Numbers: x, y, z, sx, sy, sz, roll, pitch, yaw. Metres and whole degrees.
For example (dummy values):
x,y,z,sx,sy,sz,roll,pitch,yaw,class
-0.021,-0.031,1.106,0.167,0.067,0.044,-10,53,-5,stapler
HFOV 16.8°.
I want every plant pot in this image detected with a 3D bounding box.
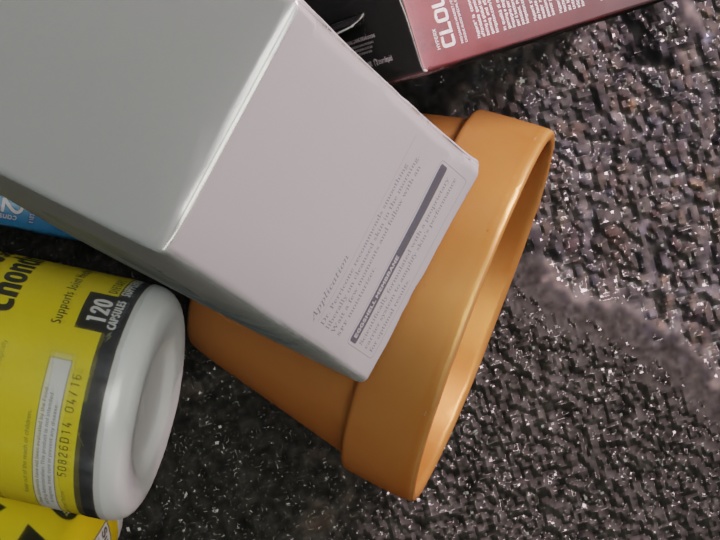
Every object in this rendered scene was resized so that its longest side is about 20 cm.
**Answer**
x,y,z,sx,sy,sz,roll,pitch,yaw,class
0.000,0.000,1.243,0.139,0.200,0.201,20,89,7,plant pot

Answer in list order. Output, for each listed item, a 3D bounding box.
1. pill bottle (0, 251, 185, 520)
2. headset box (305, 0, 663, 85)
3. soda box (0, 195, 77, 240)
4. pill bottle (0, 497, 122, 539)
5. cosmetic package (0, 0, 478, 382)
x,y,z,sx,sy,sz,roll,pitch,yaw,class
-0.189,0.043,1.138,0.199,0.112,0.113,12,90,7,pill bottle
0.060,-0.147,1.237,0.199,0.149,0.078,-20,95,-23,headset box
-0.151,-0.119,1.265,0.064,0.068,0.201,11,90,-14,soda box
-0.187,0.137,1.205,0.114,0.114,0.200,36,49,-9,pill bottle
-0.087,-0.064,1.087,0.199,0.200,0.123,26,84,31,cosmetic package
